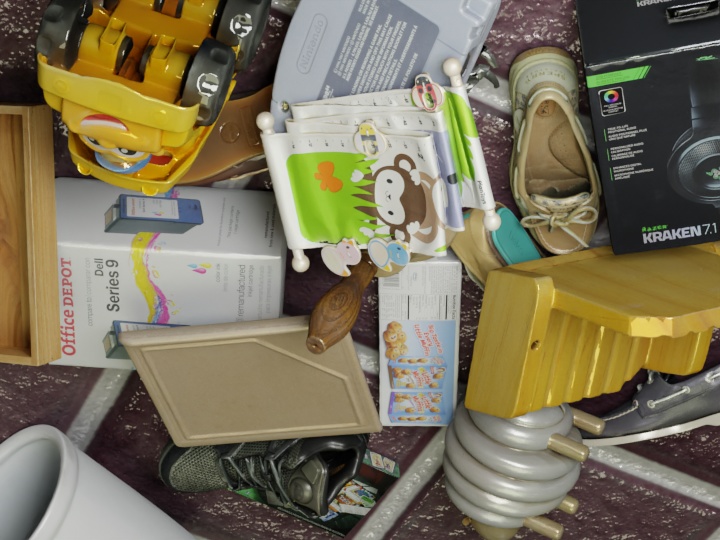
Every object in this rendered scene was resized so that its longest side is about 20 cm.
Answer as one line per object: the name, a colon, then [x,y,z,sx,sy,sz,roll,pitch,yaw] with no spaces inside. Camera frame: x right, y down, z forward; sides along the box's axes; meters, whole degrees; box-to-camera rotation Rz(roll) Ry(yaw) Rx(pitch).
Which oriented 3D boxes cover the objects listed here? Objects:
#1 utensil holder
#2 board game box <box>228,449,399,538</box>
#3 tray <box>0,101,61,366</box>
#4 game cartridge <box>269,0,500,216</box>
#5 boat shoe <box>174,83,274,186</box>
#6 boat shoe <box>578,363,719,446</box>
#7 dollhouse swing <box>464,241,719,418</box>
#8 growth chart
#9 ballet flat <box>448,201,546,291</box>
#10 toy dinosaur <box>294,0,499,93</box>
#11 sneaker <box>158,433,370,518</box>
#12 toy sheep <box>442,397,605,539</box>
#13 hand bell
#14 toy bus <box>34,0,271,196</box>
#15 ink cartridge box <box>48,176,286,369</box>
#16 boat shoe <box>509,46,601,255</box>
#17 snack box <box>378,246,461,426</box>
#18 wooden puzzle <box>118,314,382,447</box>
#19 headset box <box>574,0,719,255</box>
utensil holder: [-0.263,0.268,1.683,0.169,0.171,0.200,-32,126,26]
board game box: [-0.073,0.181,1.696,0.199,0.024,0.105,26,128,-20]
tray: [-0.287,-0.031,1.418,0.098,0.037,0.202,4,99,26]
game cartridge: [0.008,-0.144,1.286,0.133,0.041,0.201,37,128,17]
boat shoe: [-0.094,-0.105,1.413,0.198,0.071,0.070,-8,172,17]
boat shoe: [0.280,0.114,1.617,0.198,0.073,0.063,-15,87,21]
dollhouse swing: [0.222,0.066,1.423,0.199,0.176,0.183,-10,123,-32]
growth chart: [0.011,-0.066,1.291,0.199,0.018,0.146,-9,108,36]
ballet flat: [0.139,0.017,1.527,0.063,0.069,0.200,-9,130,39]
toy dinosaur: [0.051,-0.196,1.316,0.198,0.102,0.137,3,118,28]
sneaker: [-0.086,0.171,1.601,0.197,0.115,0.077,-12,121,4]
toy sheep: [0.139,0.158,1.601,0.137,0.138,0.202,11,117,-8]
hand bell: [0.000,0.000,1.399,0.103,0.200,0.105,11,125,16]
toy bus: [-0.158,-0.126,1.300,0.135,0.201,0.193,19,131,1]
ink cartridge box: [-0.163,0.007,1.502,0.198,0.088,0.146,5,132,-1]
boat shoe: [0.151,-0.080,1.429,0.073,0.063,0.201,-10,131,9]
snack box: [0.051,0.061,1.584,0.071,0.024,0.201,0,132,1]
wooden puzzle: [-0.087,0.088,1.491,0.183,0.038,0.201,-5,148,10]
headset box: [0.261,-0.127,1.365,0.172,0.093,0.201,-8,130,8]
